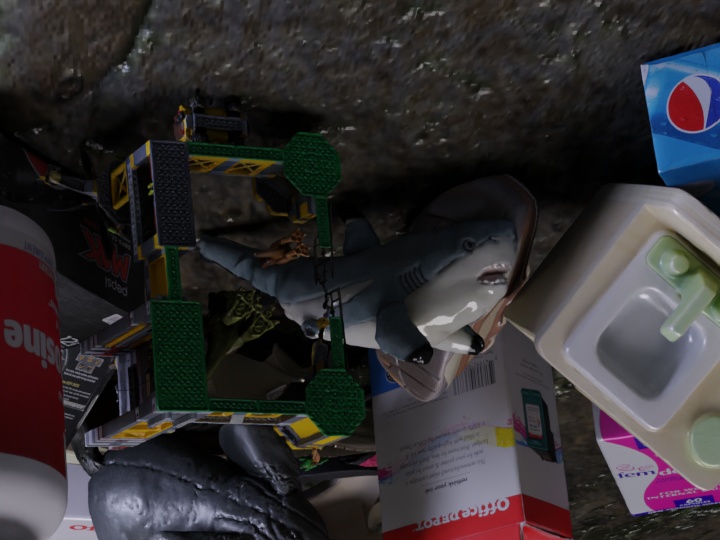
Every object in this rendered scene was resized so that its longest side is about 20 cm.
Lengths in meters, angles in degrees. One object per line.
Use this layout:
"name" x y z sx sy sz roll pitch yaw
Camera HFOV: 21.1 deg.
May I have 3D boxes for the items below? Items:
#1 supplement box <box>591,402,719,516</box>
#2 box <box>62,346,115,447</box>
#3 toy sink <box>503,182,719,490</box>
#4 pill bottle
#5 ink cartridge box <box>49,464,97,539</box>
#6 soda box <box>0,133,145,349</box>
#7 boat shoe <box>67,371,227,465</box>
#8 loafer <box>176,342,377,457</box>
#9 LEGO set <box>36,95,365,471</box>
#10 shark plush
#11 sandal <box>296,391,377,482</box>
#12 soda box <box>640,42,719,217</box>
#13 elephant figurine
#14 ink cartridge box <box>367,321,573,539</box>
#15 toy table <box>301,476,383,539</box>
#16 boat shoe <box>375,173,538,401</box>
"supplement box" 0.227 0.099 1.403 0.101 0.104 0.200 -9 155 13
"box" -0.268 0.084 1.220 0.199 0.044 0.161 21 104 -47
"toy sink" 0.170 0.036 1.074 0.130 0.112 0.200 39 180 -7
"pill bottle" -0.202 0.076 0.956 0.111 0.201 0.112 -6 154 -3
"ink cartridge box" -0.193 0.189 1.544 0.145 0.085 0.200 3 156 -18
"soda box" -0.198 -0.023 1.069 0.063 0.071 0.200 -16 154 22
"boat shoe" -0.146 0.109 1.386 0.201 0.075 0.075 3 150 -17
"loafer" -0.061 0.087 1.348 0.199 0.069 0.075 16 162 -35
"LEGO set" -0.085 0.018 1.051 0.153 0.201 0.116 -6 169 -32
"shark plush" 0.000 0.000 1.150 0.199 0.084 0.091 10 -174 37
"sandal" 0.017 0.119 1.448 0.199 0.076 0.045 -11 145 21
"soda box" 0.218 -0.054 1.086 0.064 0.068 0.200 -14 155 20
"elephant figurine" -0.080 0.167 1.283 0.155 0.143 0.199 2 175 -43
"ink cartridge box" 0.076 0.136 1.329 0.116 0.201 0.067 -20 152 32
"toy table" -0.006 0.211 1.535 0.116 0.200 0.185 -10 120 -1
"boat shoe" 0.068 0.002 1.202 0.072 0.076 0.200 -31 162 -33
